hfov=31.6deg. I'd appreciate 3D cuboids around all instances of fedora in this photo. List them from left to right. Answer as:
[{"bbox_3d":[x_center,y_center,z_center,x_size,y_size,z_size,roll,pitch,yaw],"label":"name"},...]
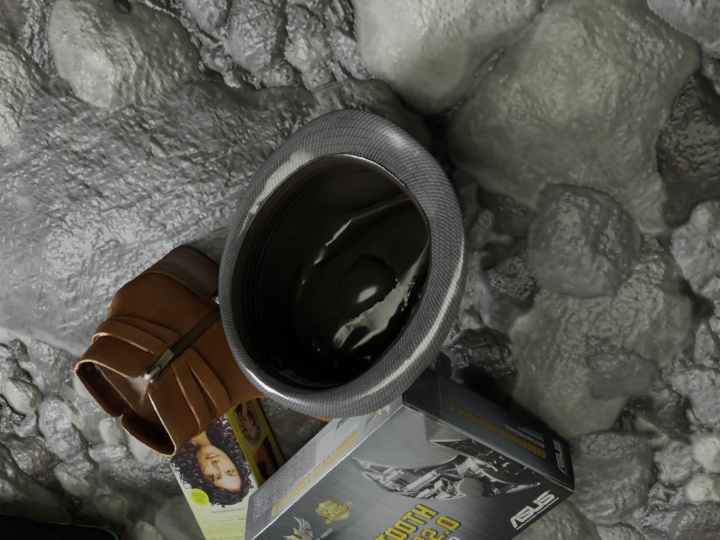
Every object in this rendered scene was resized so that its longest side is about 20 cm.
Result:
[{"bbox_3d":[0.000,0.000,0.840,0.176,0.090,0.201,38,106,24],"label":"fedora"}]

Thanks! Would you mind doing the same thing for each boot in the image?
[{"bbox_3d":[-0.095,0.081,0.900,0.199,0.155,0.074,32,124,0],"label":"boot"}]

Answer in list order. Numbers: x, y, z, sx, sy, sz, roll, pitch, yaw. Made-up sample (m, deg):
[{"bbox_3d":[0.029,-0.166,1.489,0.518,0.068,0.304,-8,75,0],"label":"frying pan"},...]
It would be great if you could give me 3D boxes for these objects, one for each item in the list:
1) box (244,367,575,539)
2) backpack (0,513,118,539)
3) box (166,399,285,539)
[{"bbox_3d":[0.033,0.164,0.935,0.157,0.049,0.200,29,126,-24],"label":"box"},{"bbox_3d":[-0.318,0.297,1.095,0.198,0.176,0.155,12,118,18],"label":"backpack"},{"bbox_3d":[-0.096,0.178,1.020,0.075,0.050,0.202,-11,115,25],"label":"box"}]
